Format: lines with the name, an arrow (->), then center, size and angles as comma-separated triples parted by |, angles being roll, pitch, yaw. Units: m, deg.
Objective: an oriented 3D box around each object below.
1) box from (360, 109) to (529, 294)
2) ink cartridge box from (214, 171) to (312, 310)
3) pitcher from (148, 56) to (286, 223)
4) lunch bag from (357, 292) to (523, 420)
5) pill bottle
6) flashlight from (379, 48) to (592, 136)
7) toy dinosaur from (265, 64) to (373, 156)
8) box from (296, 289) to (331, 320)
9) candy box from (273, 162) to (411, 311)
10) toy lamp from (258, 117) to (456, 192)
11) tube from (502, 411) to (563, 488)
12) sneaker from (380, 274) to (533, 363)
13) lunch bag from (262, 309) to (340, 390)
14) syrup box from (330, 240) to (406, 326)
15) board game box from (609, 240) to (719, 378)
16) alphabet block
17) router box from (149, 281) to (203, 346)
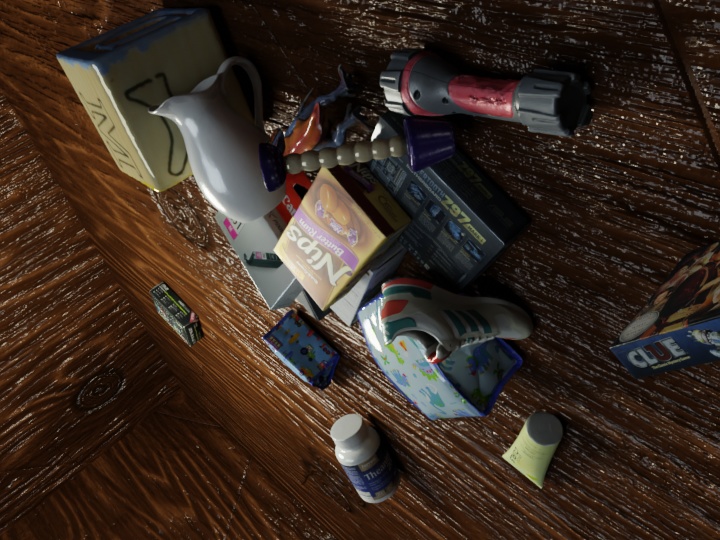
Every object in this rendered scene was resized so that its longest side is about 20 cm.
box -> 0.085, -0.079, 0.747 | 0.200, 0.051, 0.158 | 47, 155, 9
ink cartridge box -> -0.130, -0.070, 0.970 | 0.174, 0.043, 0.200 | -50, 64, 33
pitcher -> -0.175, -0.186, 0.896 | 0.121, 0.172, 0.200 | 8, 136, 53
lunch bag -> 0.095, 0.104, 0.883 | 0.200, 0.128, 0.170 | 42, 155, -4
pill bottle -> 0.009, 0.436, 1.467 | 0.111, 0.111, 0.200 | 11, 134, 53
flashlight -> 0.107, -0.167, 0.580 | 0.200, 0.068, 0.068 | 24, 141, 45
toy dinosaur -> -0.075, -0.174, 0.782 | 0.181, 0.200, 0.105 | -27, 86, 32
box -> -0.134, -0.020, 1.105 | 0.200, 0.051, 0.158 | 42, 164, 29
candy box -> -0.031, -0.044, 0.814 | 0.117, 0.056, 0.200 | 50, 143, 8
toy lamp -> -0.002, -0.121, 0.650 | 0.058, 0.199, 0.058 | -9, -90, -87
tube -> 0.256, 0.272, 0.935 | 0.200, 0.052, 0.058 | 85, 179, -56
sneaker -> 0.115, 0.075, 0.762 | 0.199, 0.094, 0.070 | 15, 154, -13
lunch bag -> -0.131, 0.199, 1.428 | 0.150, 0.094, 0.200 | 41, 162, 13
syrup box -> 0.000, 0.000, 0.953 | 0.081, 0.079, 0.200 | 45, 153, 13
board game box -> 0.286, 0.006, 0.440 | 0.035, 0.135, 0.200 | 50, 153, 2
alphabet block -> -0.305, -0.266, 0.958 | 0.196, 0.195, 0.201 | 29, 146, 48
router box -> -0.644, 0.154, 2.200 | 0.200, 0.062, 0.150 | 41, 152, 19
